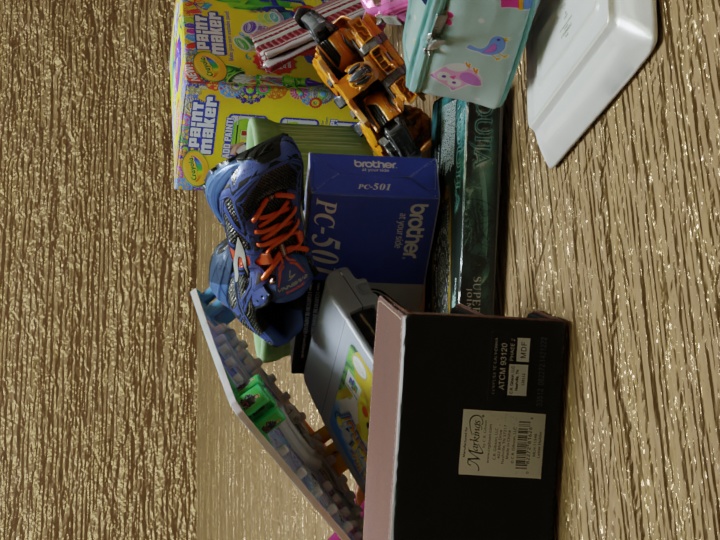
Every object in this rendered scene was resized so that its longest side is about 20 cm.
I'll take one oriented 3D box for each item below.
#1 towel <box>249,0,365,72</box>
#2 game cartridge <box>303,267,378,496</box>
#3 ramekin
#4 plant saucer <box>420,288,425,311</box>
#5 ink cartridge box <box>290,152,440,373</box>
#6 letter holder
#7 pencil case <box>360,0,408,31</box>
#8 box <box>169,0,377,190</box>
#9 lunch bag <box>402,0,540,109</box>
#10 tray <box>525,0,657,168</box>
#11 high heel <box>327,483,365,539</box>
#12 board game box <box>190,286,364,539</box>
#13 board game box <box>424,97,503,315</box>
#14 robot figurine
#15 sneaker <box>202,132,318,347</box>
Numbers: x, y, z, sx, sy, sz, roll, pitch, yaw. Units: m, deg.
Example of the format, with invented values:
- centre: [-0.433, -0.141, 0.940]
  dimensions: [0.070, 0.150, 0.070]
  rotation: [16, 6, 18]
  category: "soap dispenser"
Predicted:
- centre: [-0.022, -0.211, 1.568]
  dimensions: [0.200, 0.143, 0.023]
  rotation: [-115, 1, -77]
  category: "towel"
- centre: [0.021, 0.112, 1.314]
  dimensions: [0.201, 0.040, 0.134]
  rotation: [56, 155, 29]
  category: "game cartridge"
- centre: [-0.040, -0.027, 1.517]
  dimensions: [0.200, 0.097, 0.202]
  rotation: [178, 90, -83]
  category: "ramekin"
- centre: [0.024, 0.053, 1.552]
  dimensions: [0.200, 0.032, 0.202]
  rotation: [-178, 90, -81]
  category: "plant saucer"
- centre: [0.000, 0.000, 1.368]
  dimensions: [0.201, 0.093, 0.044]
  rotation: [99, 172, -47]
  category: "ink cartridge box"
- centre: [0.058, 0.122, 1.149]
  dimensions: [0.142, 0.100, 0.202]
  rotation: [-152, 65, -81]
  category: "letter holder"
- centre: [0.047, -0.223, 1.341]
  dimensions: [0.094, 0.091, 0.200]
  rotation: [-52, 7, -4]
  category: "pencil case"
- centre: [-0.080, -0.176, 1.741]
  dimensions: [0.201, 0.191, 0.123]
  rotation: [-100, 16, -49]
  category: "box"
- centre: [0.073, -0.207, 1.143]
  dimensions: [0.161, 0.076, 0.201]
  rotation: [111, 171, -55]
  category: "lunch bag"
- centre: [0.126, -0.140, 1.051]
  dimensions: [0.200, 0.022, 0.108]
  rotation: [123, 149, -71]
  category: "tray"
- centre: [-0.006, 0.197, 1.494]
  dimensions: [0.200, 0.095, 0.068]
  rotation: [-121, 35, -72]
  category: "high heel"
- centre: [-0.046, 0.117, 1.373]
  dimensions: [0.200, 0.026, 0.200]
  rotation: [53, -177, -27]
  category: "board game box"
- centre: [0.071, -0.026, 1.300]
  dimensions: [0.135, 0.028, 0.202]
  rotation: [179, 94, -82]
  category: "board game box"
- centre: [0.009, -0.141, 1.400]
  dimensions: [0.145, 0.058, 0.200]
  rotation: [53, 180, 2]
  category: "robot figurine"
- centre: [-0.059, -0.020, 1.284]
  dimensions: [0.079, 0.075, 0.201]
  rotation: [52, 159, 27]
  category: "sneaker"
